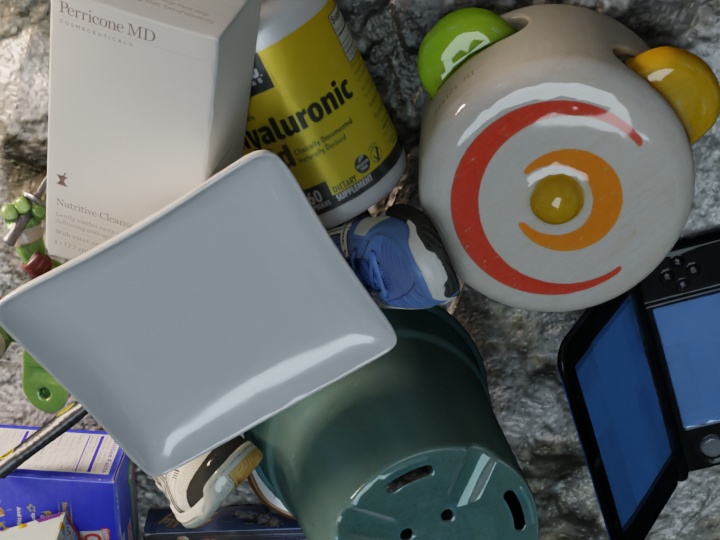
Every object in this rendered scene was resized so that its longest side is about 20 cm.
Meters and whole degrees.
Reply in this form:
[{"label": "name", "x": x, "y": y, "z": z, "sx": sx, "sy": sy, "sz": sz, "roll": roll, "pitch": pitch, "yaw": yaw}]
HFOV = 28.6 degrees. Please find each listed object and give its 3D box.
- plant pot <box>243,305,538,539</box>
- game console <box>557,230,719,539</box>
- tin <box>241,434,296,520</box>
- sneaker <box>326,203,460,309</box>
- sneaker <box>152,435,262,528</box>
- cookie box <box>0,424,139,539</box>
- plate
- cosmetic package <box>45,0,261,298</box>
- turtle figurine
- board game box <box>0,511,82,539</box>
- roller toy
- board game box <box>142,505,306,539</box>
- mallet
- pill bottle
[{"label": "plant pot", "x": 0.027, "y": 0.145, "z": 1.014, "sx": 0.197, "sy": 0.196, "sz": 0.203, "roll": -5, "pitch": 113, "yaw": -12}, {"label": "game console", "x": 0.246, "y": 0.093, "z": 1.044, "sx": 0.168, "sy": 0.119, "sz": 0.202, "roll": -15, "pitch": 117, "yaw": 12}, {"label": "tin", "x": -0.055, "y": 0.114, "z": 1.125, "sx": 0.110, "sy": 0.042, "sz": 0.202, "roll": -13, "pitch": 117, "yaw": 16}, {"label": "sneaker", "x": 0.000, "y": 0.000, "z": 0.966, "sx": 0.076, "sy": 0.199, "sz": 0.077, "roll": -30, "pitch": 105, "yaw": -22}, {"label": "sneaker", "x": -0.138, "y": 0.136, "z": 1.065, "sx": 0.076, "sy": 0.200, "sz": 0.088, "roll": -43, "pitch": 99, "yaw": -19}, {"label": "cookie box", "x": -0.287, "y": 0.217, "z": 1.174, "sx": 0.197, "sy": 0.076, "sz": 0.173, "roll": 4, "pitch": 119, "yaw": 2}, {"label": "plate", "x": -0.100, "y": 0.028, "z": 0.899, "sx": 0.198, "sy": 0.033, "sz": 0.200, "roll": -29, "pitch": 133, "yaw": 6}, {"label": "cosmetic package", "x": -0.132, "y": -0.094, "z": 0.885, "sx": 0.111, "sy": 0.082, "sz": 0.202, "roll": 16, "pitch": 131, "yaw": 9}, {"label": "turtle figurine", "x": -0.197, "y": -0.003, "z": 0.983, "sx": 0.144, "sy": 0.194, "sz": 0.200, "roll": 46, "pitch": 120, "yaw": -6}, {"label": "board game box", "x": -0.243, "y": 0.311, "z": 1.121, "sx": 0.104, "sy": 0.103, "sz": 0.202, "roll": -17, "pitch": 118, "yaw": 13}, {"label": "roller toy", "x": 0.131, "y": -0.073, "z": 0.950, "sx": 0.197, "sy": 0.140, "sz": 0.185, "roll": 5, "pitch": 119, "yaw": 1}, {"label": "board game box", "x": -0.078, "y": 0.265, "z": 1.207, "sx": 0.197, "sy": 0.035, "sz": 0.137, "roll": -3, "pitch": 118, "yaw": 6}, {"label": "mallet", "x": -0.201, "y": 0.099, "z": 1.076, "sx": 0.199, "sy": 0.066, "sz": 0.041, "roll": -39, "pitch": 109, "yaw": -1}, {"label": "pill bottle", "x": -0.055, "y": -0.134, "z": 0.948, "sx": 0.110, "sy": 0.112, "sz": 0.202, "roll": -21, "pitch": 114, "yaw": 15}]
